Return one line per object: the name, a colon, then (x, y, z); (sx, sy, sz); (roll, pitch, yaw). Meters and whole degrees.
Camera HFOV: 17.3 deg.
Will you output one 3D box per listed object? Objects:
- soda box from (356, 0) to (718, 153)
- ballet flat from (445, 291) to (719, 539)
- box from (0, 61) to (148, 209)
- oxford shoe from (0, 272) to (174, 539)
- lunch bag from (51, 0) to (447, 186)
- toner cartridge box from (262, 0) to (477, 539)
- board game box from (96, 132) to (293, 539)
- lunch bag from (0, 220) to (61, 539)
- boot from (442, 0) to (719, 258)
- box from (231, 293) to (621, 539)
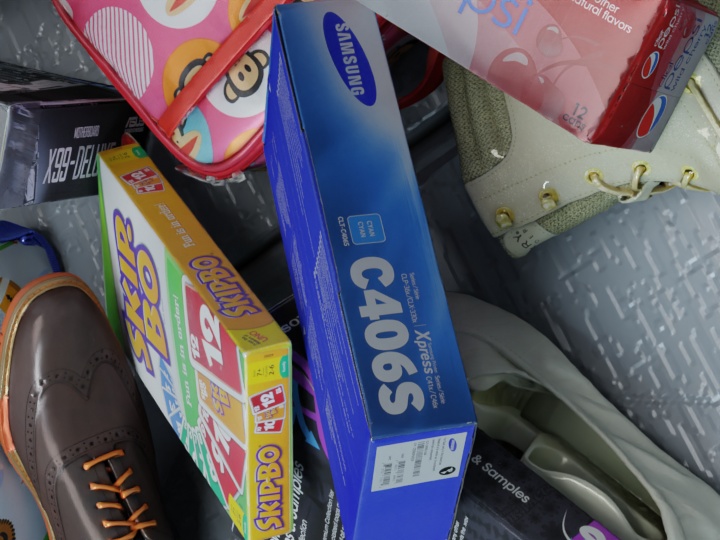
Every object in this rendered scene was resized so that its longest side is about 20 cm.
soda box: (0.038, -0.122, 0.924); (0.199, 0.070, 0.064); (33, 104, 23)
ballet flat: (0.071, 0.070, 0.995); (0.200, 0.069, 0.070); (37, 109, 25)
box: (-0.218, -0.076, 1.089); (0.198, 0.158, 0.050); (14, 99, 17)
oxford shoe: (-0.113, 0.098, 1.076); (0.072, 0.071, 0.202); (21, 128, 53)
lunch bag: (-0.029, -0.140, 1.046); (0.200, 0.082, 0.177); (-45, 74, 23)
toner cartridge box: (0.000, 0.000, 0.932); (0.095, 0.043, 0.201); (101, 159, -57)
board game box: (-0.077, 0.023, 1.038); (0.200, 0.030, 0.096); (-127, 31, -52)
lunch bag: (-0.213, 0.078, 1.108); (0.123, 0.170, 0.202); (11, 98, 25)
boot: (0.125, -0.039, 0.956); (0.154, 0.072, 0.201); (-33, 70, 27)
box: (0.028, 0.117, 1.001); (0.200, 0.036, 0.144); (37, 141, 24)
